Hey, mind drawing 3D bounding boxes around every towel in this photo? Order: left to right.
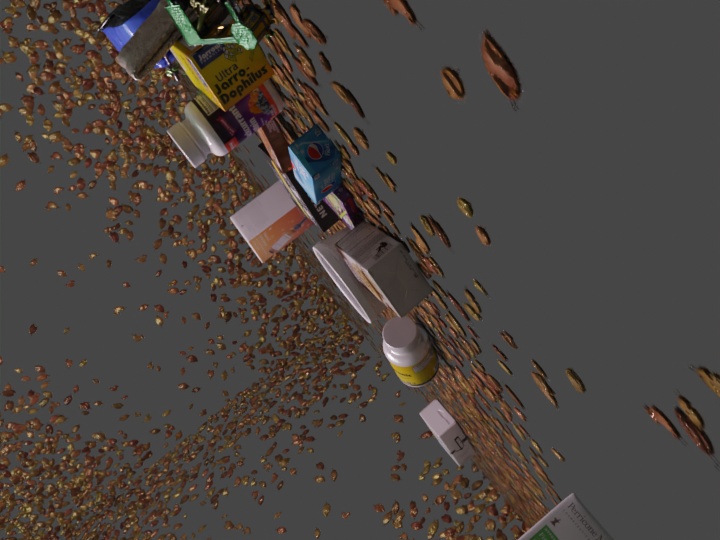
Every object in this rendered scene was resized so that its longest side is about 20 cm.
[{"bbox_3d":[-0.330,-0.410,1.285,0.034,0.200,0.132,40,-178,-36],"label":"towel"}]

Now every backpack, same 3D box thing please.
[{"bbox_3d":[-0.475,-0.559,1.759,0.168,0.163,0.199,45,165,-28],"label":"backpack"}]

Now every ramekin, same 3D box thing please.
[{"bbox_3d":[0.000,0.000,1.599,0.201,0.105,0.200,52,174,7],"label":"ramekin"}]

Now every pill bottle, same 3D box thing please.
[{"bbox_3d":[-0.246,-0.279,1.383,0.112,0.199,0.111,51,175,7],"label":"pill bottle"},{"bbox_3d":[0.114,0.185,1.784,0.111,0.111,0.201,48,172,34],"label":"pill bottle"}]

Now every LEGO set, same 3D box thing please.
[{"bbox_3d":[-0.175,-0.371,0.922,0.153,0.117,0.200,2,141,43],"label":"LEGO set"}]

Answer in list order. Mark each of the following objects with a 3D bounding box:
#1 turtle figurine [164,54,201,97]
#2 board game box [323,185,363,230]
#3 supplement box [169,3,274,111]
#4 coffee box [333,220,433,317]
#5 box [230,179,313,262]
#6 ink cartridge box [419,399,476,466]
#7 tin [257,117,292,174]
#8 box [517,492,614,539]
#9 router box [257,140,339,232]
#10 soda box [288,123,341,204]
[{"bbox_3d":[-0.316,-0.363,1.489,0.200,0.142,0.197,-100,11,-85],"label":"turtle figurine"},{"bbox_3d":[-0.061,-0.158,1.510,0.200,0.032,0.120,48,176,36],"label":"board game box"},{"bbox_3d":[-0.244,-0.367,1.294,0.110,0.108,0.200,56,173,-37],"label":"supplement box"},{"bbox_3d":[0.037,-0.007,1.385,0.113,0.080,0.200,54,174,-22],"label":"coffee box"},{"bbox_3d":[-0.257,-0.147,2.254,0.107,0.199,0.153,50,174,25],"label":"box"},{"bbox_3d":[0.308,0.573,2.703,0.201,0.084,0.146,56,173,-36],"label":"ink cartridge box"},{"bbox_3d":[-0.189,-0.291,1.541,0.202,0.042,0.112,63,177,-5],"label":"tin"},{"bbox_3d":[0.410,0.569,1.459,0.199,0.171,0.200,49,173,28],"label":"box"},{"bbox_3d":[-0.142,-0.201,1.762,0.157,0.052,0.201,45,171,47],"label":"router box"},{"bbox_3d":[-0.077,-0.180,1.329,0.068,0.064,0.200,51,173,5],"label":"soda box"}]
